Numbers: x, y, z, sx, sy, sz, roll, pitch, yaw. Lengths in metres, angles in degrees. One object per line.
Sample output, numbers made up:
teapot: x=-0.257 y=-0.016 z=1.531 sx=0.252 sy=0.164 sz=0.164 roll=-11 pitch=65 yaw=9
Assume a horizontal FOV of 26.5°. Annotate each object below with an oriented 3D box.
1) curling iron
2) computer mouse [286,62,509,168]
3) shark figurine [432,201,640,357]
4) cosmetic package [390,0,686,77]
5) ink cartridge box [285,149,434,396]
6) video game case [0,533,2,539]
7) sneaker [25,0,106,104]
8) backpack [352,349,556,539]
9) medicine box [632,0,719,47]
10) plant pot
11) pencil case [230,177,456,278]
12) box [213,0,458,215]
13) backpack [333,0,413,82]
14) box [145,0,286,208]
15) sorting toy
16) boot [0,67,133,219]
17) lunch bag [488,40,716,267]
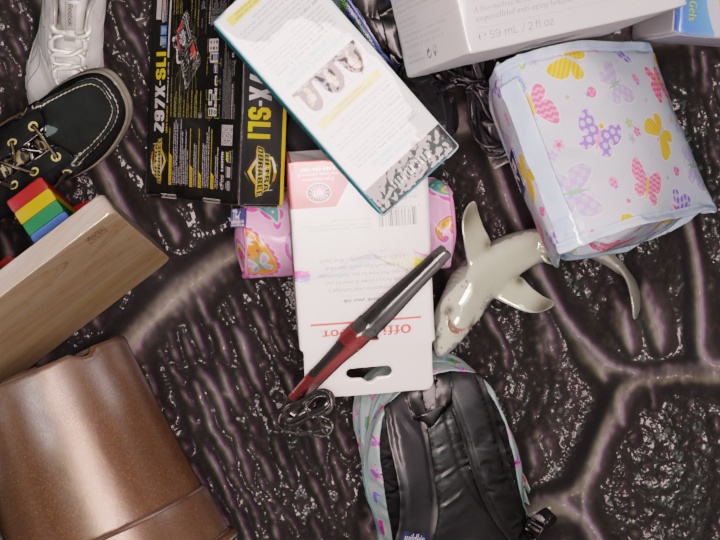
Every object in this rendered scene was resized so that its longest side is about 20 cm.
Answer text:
curling iron: x=0.006 y=0.059 z=1.247 sx=0.050 sy=0.026 sz=0.200 roll=42 pitch=94 yaw=23
computer mouse: x=0.030 y=-0.131 z=1.362 sx=0.199 sy=0.053 sz=0.139 roll=-18 pitch=77 yaw=-10
shark figurine: x=0.150 y=-0.007 z=1.373 sx=0.213 sy=0.089 sz=0.129 roll=-11 pitch=94 yaw=-15
cosmetic package: x=0.122 y=-0.275 z=1.190 sx=0.198 sy=0.123 sz=0.201 roll=-16 pitch=93 yaw=-22
ink cartridge box: x=0.000 y=0.000 z=1.284 sx=0.116 sy=0.068 sz=0.202 roll=-3 pitch=102 yaw=-4
video game case: x=-0.403 y=0.307 z=1.377 sx=0.199 sy=0.022 sz=0.183 roll=-23 pitch=97 yaw=-2
sneaker: x=-0.252 y=-0.201 z=1.313 sx=0.074 sy=0.087 sz=0.202 roll=3 pitch=96 yaw=-8
backpack: x=0.065 y=0.173 z=1.355 sx=0.166 sy=0.126 sz=0.201 roll=-19 pitch=107 yaw=-17
medicine box: x=0.353 y=-0.290 z=1.349 sx=0.198 sy=0.103 sz=0.184 roll=2 pitch=95 yaw=-12
plant pot: x=-0.235 y=0.174 z=1.306 sx=0.199 sy=0.200 sz=0.199 roll=-23 pitch=89 yaw=-3
pencil case: x=-0.015 y=-0.038 z=1.354 sx=0.198 sy=0.087 sz=0.088 roll=-2 pitch=95 yaw=-4
box: x=-0.020 y=-0.144 z=1.200 sx=0.082 sy=0.049 sz=0.200 roll=-42 pitch=96 yaw=-1
backpack: x=0.021 y=-0.282 z=1.296 sx=0.183 sy=0.147 sz=0.200 roll=-40 pitch=104 yaw=-14
box: x=-0.123 y=-0.157 z=1.295 sx=0.049 sy=0.159 sz=0.202 roll=-1 pitch=95 yaw=-35
sorting toy: x=-0.279 y=0.006 z=1.284 sx=0.200 sy=0.199 sz=0.070 roll=-38 pitch=78 yaw=-2
boot: x=-0.289 y=-0.083 z=1.251 sx=0.203 sy=0.154 sz=0.074 roll=-29 pitch=99 yaw=30
lunch bag: x=0.189 y=-0.100 z=1.291 sx=0.127 sy=0.200 sz=0.171 roll=-26 pitch=82 yaw=34
